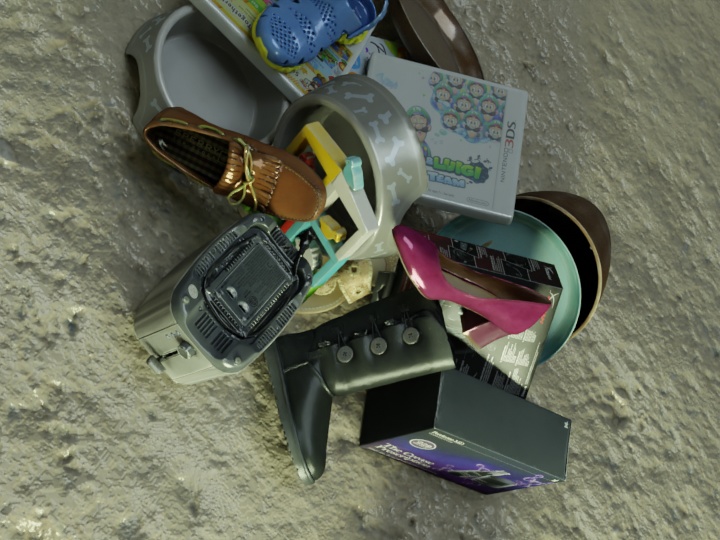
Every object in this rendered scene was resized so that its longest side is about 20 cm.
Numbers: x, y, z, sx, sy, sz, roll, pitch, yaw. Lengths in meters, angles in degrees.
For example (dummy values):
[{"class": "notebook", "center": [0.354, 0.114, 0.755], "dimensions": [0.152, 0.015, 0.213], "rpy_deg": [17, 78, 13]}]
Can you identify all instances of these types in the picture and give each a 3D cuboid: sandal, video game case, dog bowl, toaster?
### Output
[{"class": "sandal", "center": [-0.040, -0.283, 1.456], "dimensions": [0.199, 0.087, 0.080], "rpy_deg": [-35, 98, -43]}, {"class": "sandal", "center": [-0.002, -0.006, 1.500], "dimensions": [0.210, 0.069, 0.079], "rpy_deg": [-11, 81, -40]}, {"class": "video game case", "center": [0.092, -0.156, 1.532], "dimensions": [0.197, 0.024, 0.184], "rpy_deg": [13, 62, -4]}, {"class": "video game case", "center": [-0.084, -0.296, 1.497], "dimensions": [0.200, 0.023, 0.183], "rpy_deg": [44, 49, -20]}, {"class": "dog bowl", "center": [-0.018, -0.104, 1.399], "dimensions": [0.058, 0.199, 0.203], "rpy_deg": [-20, 87, -40]}, {"class": "toaster", "center": [-0.140, 0.028, 1.337], "dimensions": [0.114, 0.129, 0.200], "rpy_deg": [50, 51, -14]}, {"class": "dog bowl", "center": [-0.164, -0.204, 1.449], "dimensions": [0.198, 0.058, 0.203], "rpy_deg": [15, 65, -35]}]

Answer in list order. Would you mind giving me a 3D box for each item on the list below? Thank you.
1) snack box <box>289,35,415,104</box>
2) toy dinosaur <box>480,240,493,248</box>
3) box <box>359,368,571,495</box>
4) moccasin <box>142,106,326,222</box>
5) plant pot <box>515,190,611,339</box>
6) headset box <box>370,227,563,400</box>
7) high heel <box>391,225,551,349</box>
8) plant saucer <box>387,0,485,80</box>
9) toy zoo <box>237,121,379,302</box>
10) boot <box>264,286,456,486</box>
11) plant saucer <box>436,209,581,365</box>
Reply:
[{"class": "snack box", "center": [-0.014, -0.216, 1.576], "dimensions": [0.198, 0.053, 0.144], "rpy_deg": [8, 69, -37]}, {"class": "toy dinosaur", "center": [0.116, 0.052, 1.547], "dimensions": [0.058, 0.099, 0.203], "rpy_deg": [-87, 175, -68]}, {"class": "box", "center": [0.120, 0.184, 1.483], "dimensions": [0.198, 0.141, 0.080], "rpy_deg": [24, 60, -29]}, {"class": "moccasin", "center": [-0.128, -0.106, 1.332], "dimensions": [0.200, 0.074, 0.078], "rpy_deg": [32, 21, 3]}, {"class": "plant pot", "center": [0.241, -0.023, 1.648], "dimensions": [0.189, 0.186, 0.200], "rpy_deg": [63, 31, -2]}, {"class": "headset box", "center": [0.109, 0.049, 1.474], "dimensions": [0.197, 0.151, 0.077], "rpy_deg": [13, 21, -5]}, {"class": "high heel", "center": [0.115, 0.001, 1.367], "dimensions": [0.200, 0.095, 0.068], "rpy_deg": [44, 25, -39]}, {"class": "plant saucer", "center": [0.091, -0.297, 1.664], "dimensions": [0.200, 0.032, 0.202], "rpy_deg": [43, 28, -29]}, {"class": "toy zoo", "center": [-0.051, -0.064, 1.379], "dimensions": [0.020, 0.200, 0.132], "rpy_deg": [-19, 73, -40]}, {"class": "boot", "center": [0.008, 0.120, 1.386], "dimensions": [0.197, 0.066, 0.167], "rpy_deg": [-16, 77, -1]}, {"class": "plant saucer", "center": [0.166, 0.022, 1.557], "dimensions": [0.202, 0.199, 0.027], "rpy_deg": [60, 24, -4]}]
